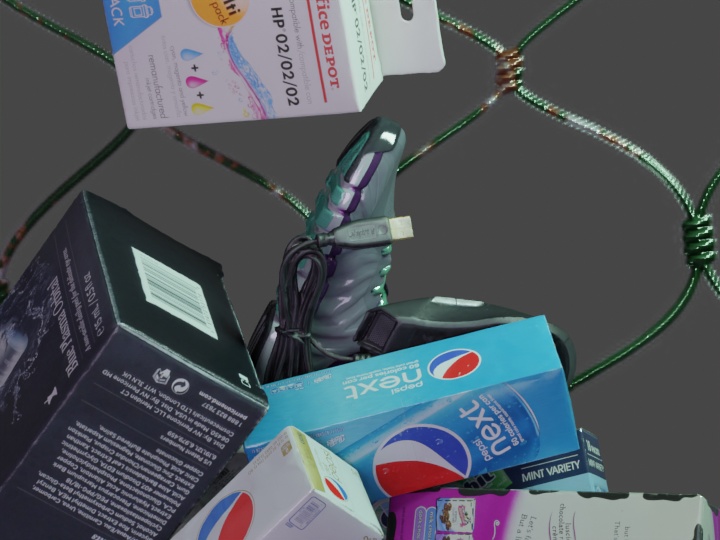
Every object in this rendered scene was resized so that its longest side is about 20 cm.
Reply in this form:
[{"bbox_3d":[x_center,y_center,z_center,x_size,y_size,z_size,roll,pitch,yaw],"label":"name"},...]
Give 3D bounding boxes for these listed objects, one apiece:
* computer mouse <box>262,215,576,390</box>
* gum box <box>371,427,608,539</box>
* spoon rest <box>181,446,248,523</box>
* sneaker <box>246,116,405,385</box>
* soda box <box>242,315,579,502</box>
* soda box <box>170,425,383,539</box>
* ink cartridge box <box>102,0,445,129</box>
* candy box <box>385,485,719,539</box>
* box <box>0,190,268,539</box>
[{"bbox_3d":[0.037,0.025,1.576,0.199,0.046,0.141,-1,116,-6],"label":"computer mouse"},{"bbox_3d":[0.085,0.218,1.586,0.169,0.045,0.201,-16,74,17],"label":"gum box"},{"bbox_3d":[-0.121,0.153,1.658,0.200,0.061,0.099,-41,117,13],"label":"spoon rest"},{"bbox_3d":[0.000,0.000,1.613,0.087,0.074,0.201,24,109,-8],"label":"sneaker"},{"bbox_3d":[0.029,0.093,1.545,0.199,0.068,0.064,-15,119,1],"label":"soda box"},{"bbox_3d":[-0.082,0.189,1.498,0.200,0.068,0.064,-44,123,13],"label":"soda box"},{"bbox_3d":[-0.056,-0.160,1.586,0.199,0.068,0.116,-4,113,16],"label":"ink cartridge box"},{"bbox_3d":[0.114,0.204,1.520,0.199,0.061,0.137,0,75,22],"label":"candy box"},{"bbox_3d":[-0.173,0.089,1.581,0.117,0.197,0.200,30,106,-24],"label":"box"}]
